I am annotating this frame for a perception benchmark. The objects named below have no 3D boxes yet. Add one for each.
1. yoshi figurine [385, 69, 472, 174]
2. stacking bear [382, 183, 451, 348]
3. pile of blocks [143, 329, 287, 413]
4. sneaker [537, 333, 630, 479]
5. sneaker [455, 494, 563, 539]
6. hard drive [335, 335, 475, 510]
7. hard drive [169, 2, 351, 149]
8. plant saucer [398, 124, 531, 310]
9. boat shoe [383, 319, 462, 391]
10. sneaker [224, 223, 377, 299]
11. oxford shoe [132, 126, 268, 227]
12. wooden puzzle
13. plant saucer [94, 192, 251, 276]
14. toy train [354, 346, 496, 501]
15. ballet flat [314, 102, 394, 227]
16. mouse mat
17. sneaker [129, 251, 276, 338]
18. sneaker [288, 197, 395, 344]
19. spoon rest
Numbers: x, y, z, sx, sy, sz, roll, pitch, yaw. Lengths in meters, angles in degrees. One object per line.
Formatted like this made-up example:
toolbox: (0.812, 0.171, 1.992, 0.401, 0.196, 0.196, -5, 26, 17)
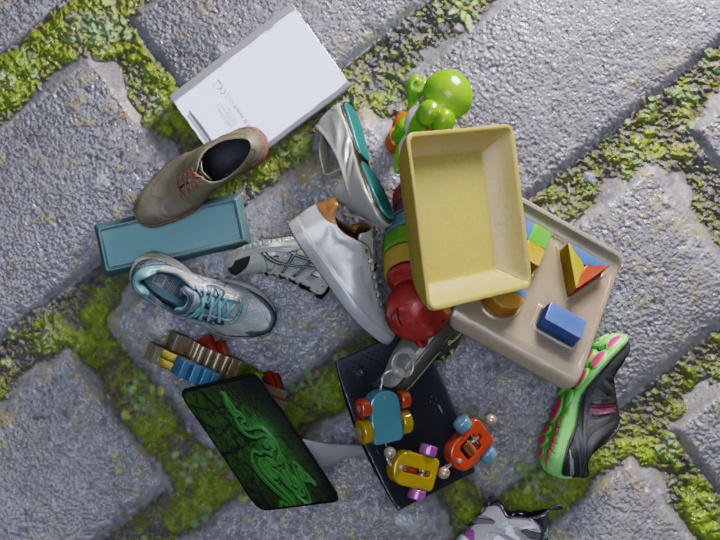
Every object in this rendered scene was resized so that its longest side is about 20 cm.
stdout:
yoshi figurine: (0.093, -0.186, 1.651, 0.111, 0.200, 0.114, -6, 83, -8)
stacking bear: (0.079, -0.006, 1.654, 0.112, 0.122, 0.202, -8, 53, 27)
pile of blocks: (-0.177, 0.123, 1.713, 0.198, 0.082, 0.063, 23, 91, 0)
sneaker: (0.297, 0.174, 1.726, 0.083, 0.077, 0.202, 24, 94, -17)
sneaker: (0.230, 0.364, 1.716, 0.199, 0.078, 0.141, 34, 91, -1)
hard drive: (0.053, 0.188, 1.710, 0.134, 0.042, 0.202, -22, 86, -23)
hard drive: (-0.129, -0.231, 1.737, 0.199, 0.027, 0.133, -37, 90, 1)
plant saucer: (0.115, -0.065, 1.585, 0.048, 0.199, 0.203, -4, 94, 43)
boat shoe: (0.101, 0.078, 1.694, 0.060, 0.072, 0.203, 43, 67, -20)
sneaker: (-0.074, -0.004, 1.715, 0.197, 0.076, 0.089, -8, 94, 3)
oxford shoe: (-0.211, -0.120, 1.693, 0.199, 0.075, 0.071, -35, 91, 10)
wooden puzzle: (0.227, 0.020, 1.689, 0.184, 0.046, 0.202, 29, 66, -6)
plant saucer: (-0.244, -0.046, 1.744, 0.197, 0.019, 0.071, -12, 91, -1)
toy train: (0.072, 0.192, 1.654, 0.200, 0.055, 0.151, 47, 73, -22)
ballet flat: (-0.012, -0.122, 1.691, 0.069, 0.070, 0.202, -19, 57, 1)
mouse mat: (-0.127, 0.217, 1.675, 0.201, 0.160, 0.008, 57, 46, -16)
sneaker: (-0.203, 0.043, 1.704, 0.198, 0.086, 0.079, 19, 99, -5)
sneaker: (0.000, 0.000, 1.658, 0.084, 0.073, 0.201, -35, 108, 4)
spoon rest: (-0.037, 0.243, 1.718, 0.198, 0.099, 0.061, 23, 68, -14)
